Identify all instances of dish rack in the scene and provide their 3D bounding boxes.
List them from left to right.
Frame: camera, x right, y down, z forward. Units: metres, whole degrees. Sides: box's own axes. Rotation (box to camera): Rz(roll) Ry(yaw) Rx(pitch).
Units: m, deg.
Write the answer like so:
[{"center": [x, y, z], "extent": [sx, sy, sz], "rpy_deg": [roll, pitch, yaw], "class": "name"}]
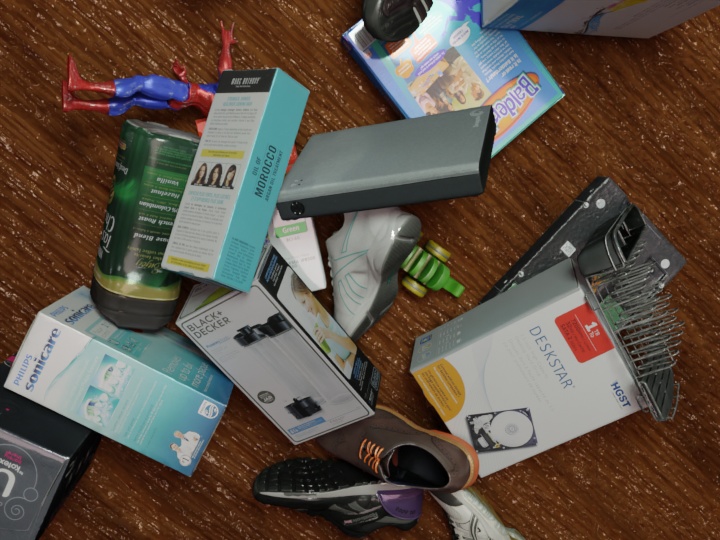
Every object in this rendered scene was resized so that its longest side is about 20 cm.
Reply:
[{"center": [0.287, 0.044, 0.760], "extent": [0.054, 0.153, 0.202], "rpy_deg": [-24, 94, 33], "class": "dish rack"}]

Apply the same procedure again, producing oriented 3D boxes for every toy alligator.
[{"center": [0.036, -0.028, 0.817], "extent": [0.199, 0.054, 0.060], "rpy_deg": [36, 95, -9], "class": "toy alligator"}]

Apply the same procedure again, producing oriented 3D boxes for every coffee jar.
[{"center": [-0.218, -0.046, 0.765], "extent": [0.084, 0.104, 0.203], "rpy_deg": [8, 102, -31], "class": "coffee jar"}]

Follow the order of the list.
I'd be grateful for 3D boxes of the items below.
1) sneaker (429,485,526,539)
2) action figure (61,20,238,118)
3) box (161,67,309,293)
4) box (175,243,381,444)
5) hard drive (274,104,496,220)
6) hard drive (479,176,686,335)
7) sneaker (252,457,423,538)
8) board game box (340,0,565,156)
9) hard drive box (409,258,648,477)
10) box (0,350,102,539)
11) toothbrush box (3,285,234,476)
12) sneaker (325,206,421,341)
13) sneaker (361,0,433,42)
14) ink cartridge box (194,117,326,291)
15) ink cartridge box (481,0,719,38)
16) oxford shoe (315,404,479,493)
[{"center": [0.133, 0.317, 0.868], "extent": [0.088, 0.076, 0.200], "rpy_deg": [-42, 99, 3], "class": "sneaker"}, {"center": [-0.194, -0.201, 0.755], "extent": [0.197, 0.065, 0.101], "rpy_deg": [2, 72, -30], "class": "action figure"}, {"center": [-0.118, -0.087, 0.705], "extent": [0.049, 0.081, 0.203], "rpy_deg": [25, 79, -49], "class": "box"}, {"center": [-0.081, 0.083, 0.777], "extent": [0.116, 0.060, 0.201], "rpy_deg": [-24, 118, 26], "class": "box"}, {"center": [0.029, -0.106, 0.730], "extent": [0.197, 0.140, 0.033], "rpy_deg": [-6, 123, 20], "class": "hard drive"}, {"center": [0.250, 0.014, 0.848], "extent": [0.140, 0.038, 0.200], "rpy_deg": [42, 93, -9], "class": "hard drive"}, {"center": [-0.024, 0.268, 0.852], "extent": [0.197, 0.076, 0.089], "rpy_deg": [0, 104, -4], "class": "sneaker"}, {"center": [0.098, -0.216, 0.797], "extent": [0.152, 0.045, 0.201], "rpy_deg": [-39, 99, 2], "class": "board game box"}, {"center": [0.177, 0.107, 0.804], "extent": [0.198, 0.077, 0.157], "rpy_deg": [-30, 105, 20], "class": "hard drive box"}, {"center": [-0.332, 0.167, 0.746], "extent": [0.121, 0.200, 0.107], "rpy_deg": [26, 97, -8], "class": "box"}, {"center": [-0.235, 0.108, 0.773], "extent": [0.198, 0.146, 0.086], "rpy_deg": [27, 96, -7], "class": "toothbrush box"}, {"center": [0.000, 0.000, 0.791], "extent": [0.080, 0.070, 0.202], "rpy_deg": [38, 134, 19], "class": "sneaker"}, {"center": [0.020, -0.304, 0.740], "extent": [0.114, 0.076, 0.202], "rpy_deg": [9, 61, 32], "class": "sneaker"}, {"center": [-0.108, -0.071, 0.801], "extent": [0.107, 0.050, 0.203], "rpy_deg": [-12, 100, -1], "class": "ink cartridge box"}, {"center": [0.233, -0.320, 0.717], "extent": [0.197, 0.146, 0.149], "rpy_deg": [0, 90, -13], "class": "ink cartridge box"}, {"center": [0.025, 0.189, 0.806], "extent": [0.197, 0.072, 0.072], "rpy_deg": [7, 91, 29], "class": "oxford shoe"}]
